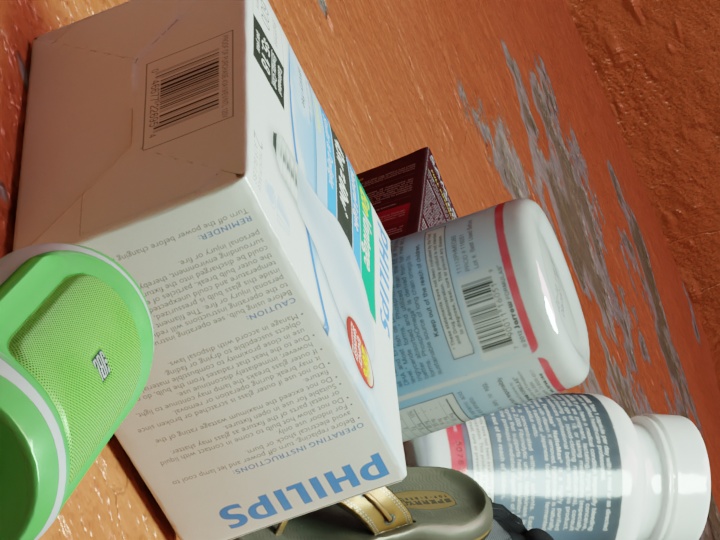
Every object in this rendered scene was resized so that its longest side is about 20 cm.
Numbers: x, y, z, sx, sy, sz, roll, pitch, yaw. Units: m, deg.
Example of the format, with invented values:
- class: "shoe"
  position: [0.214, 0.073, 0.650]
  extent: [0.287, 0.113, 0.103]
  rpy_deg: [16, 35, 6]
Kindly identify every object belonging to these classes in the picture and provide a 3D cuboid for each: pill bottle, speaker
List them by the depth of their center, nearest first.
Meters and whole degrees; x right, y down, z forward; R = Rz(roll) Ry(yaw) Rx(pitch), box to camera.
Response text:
- class: "speaker"
  position: [-0.136, 0.048, 1.047]
  extent: [0.200, 0.088, 0.089]
  rpy_deg: [-64, 134, -73]
- class: "pill bottle"
  position: [0.019, 0.040, 1.481]
  extent: [0.109, 0.199, 0.109]
  rpy_deg: [-18, 90, -78]
- class: "pill bottle"
  position: [0.114, 0.136, 1.702]
  extent: [0.120, 0.199, 0.120]
  rpy_deg: [-178, -90, -70]

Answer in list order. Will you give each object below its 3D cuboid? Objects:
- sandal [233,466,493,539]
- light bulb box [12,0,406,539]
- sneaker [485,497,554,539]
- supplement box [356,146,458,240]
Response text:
- class: "sandal"
  position: [0.000, 0.122, 1.432]
  extent: [0.199, 0.055, 0.082]
  rpy_deg: [0, 36, -40]
- class: "light bulb box"
  position: [-0.072, -0.008, 1.329]
  extent: [0.199, 0.124, 0.200]
  rpy_deg: [-93, 160, -52]
- class: "sneaker"
  position: [0.064, 0.186, 1.498]
  extent: [0.200, 0.113, 0.076]
  rpy_deg: [-47, 155, -60]
- class: "supplement box"
  position: [0.000, 0.000, 1.682]
  extent: [0.200, 0.108, 0.061]
  rpy_deg: [-80, 148, -65]
